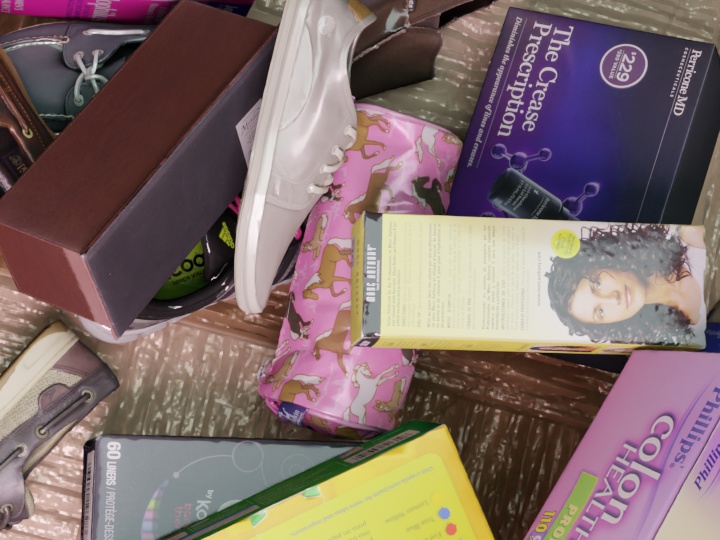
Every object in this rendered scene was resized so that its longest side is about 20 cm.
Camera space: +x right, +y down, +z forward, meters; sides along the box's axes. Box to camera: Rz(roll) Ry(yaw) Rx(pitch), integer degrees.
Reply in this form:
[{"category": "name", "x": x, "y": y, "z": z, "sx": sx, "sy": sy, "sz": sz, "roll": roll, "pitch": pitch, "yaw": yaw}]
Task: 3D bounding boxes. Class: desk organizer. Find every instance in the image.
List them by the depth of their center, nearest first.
[{"category": "desk organizer", "x": -0.120, "y": -0.064, "z": 1.157, "sx": 0.077, "sy": 0.072, "sz": 0.200, "roll": 20, "pitch": 56, "yaw": 28}]

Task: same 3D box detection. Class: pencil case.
[{"category": "pencil case", "x": 0.000, "y": 0.000, "z": 1.193, "sx": 0.086, "sy": 0.083, "sz": 0.201, "roll": 18, "pitch": 82, "yaw": -31}]

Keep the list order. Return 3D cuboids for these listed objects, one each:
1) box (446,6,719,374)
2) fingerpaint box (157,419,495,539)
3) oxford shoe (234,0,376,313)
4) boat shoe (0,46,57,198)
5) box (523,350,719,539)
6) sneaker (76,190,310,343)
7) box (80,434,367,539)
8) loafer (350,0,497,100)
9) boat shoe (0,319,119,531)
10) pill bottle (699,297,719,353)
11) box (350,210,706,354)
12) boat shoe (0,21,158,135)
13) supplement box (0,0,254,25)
[{"category": "box", "x": 0.134, "y": -0.050, "z": 1.244, "sx": 0.141, "sy": 0.079, "sz": 0.201, "roll": 14, "pitch": 77, "yaw": 20}, {"category": "fingerpaint box", "x": -0.017, "y": 0.198, "z": 1.096, "sx": 0.199, "sy": 0.073, "sz": 0.167, "roll": -25, "pitch": 93, "yaw": -13}, {"category": "oxford shoe", "x": -0.033, "y": -0.069, "z": 1.145, "sx": 0.058, "sy": 0.075, "sz": 0.201, "roll": 14, "pitch": 99, "yaw": -2}, {"category": "boat shoe", "x": -0.228, "y": -0.084, "z": 1.183, "sx": 0.070, "sy": 0.070, "sz": 0.200, "roll": -37, "pitch": 102, "yaw": 22}, {"category": "box", "x": 0.196, "y": 0.174, "z": 1.096, "sx": 0.200, "sy": 0.097, "sz": 0.176, "roll": 45, "pitch": 66, "yaw": -28}, {"category": "sneaker", "x": -0.080, "y": -0.019, "z": 1.218, "sx": 0.199, "sy": 0.087, "sz": 0.074, "roll": -26, "pitch": 87, "yaw": -14}, {"category": "box", "x": -0.065, "y": 0.161, "z": 1.183, "sx": 0.199, "sy": 0.106, "sz": 0.123, "roll": 2, "pitch": 83, "yaw": -12}, {"category": "loafer", "x": 0.020, "y": -0.147, "z": 1.266, "sx": 0.200, "sy": 0.073, "sz": 0.071, "roll": -43, "pitch": 90, "yaw": -14}, {"category": "boat shoe", "x": -0.218, "y": 0.122, "z": 1.176, "sx": 0.066, "sy": 0.072, "sz": 0.201, "roll": 36, "pitch": 71, "yaw": 1}, {"category": "pill bottle", "x": 0.222, "y": 0.120, "z": 1.241, "sx": 0.120, "sy": 0.120, "sz": 0.200, "roll": 39, "pitch": 76, "yaw": -3}, {"category": "box", "x": 0.095, "y": 0.009, "z": 1.138, "sx": 0.199, "sy": 0.050, "sz": 0.076, "roll": 1, "pitch": 82, "yaw": -7}, {"category": "boat shoe", "x": -0.155, "y": -0.125, "z": 1.233, "sx": 0.199, "sy": 0.062, "sz": 0.073, "roll": -3, "pitch": 83, "yaw": -11}, {"category": "supplement box", "x": -0.163, "y": -0.214, "z": 1.226, "sx": 0.199, "sy": 0.101, "sz": 0.104, "roll": 3, "pitch": 81, "yaw": -11}]
